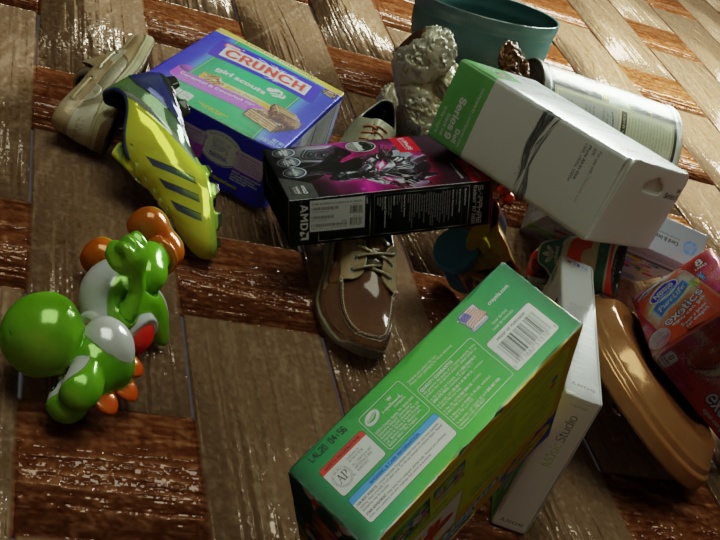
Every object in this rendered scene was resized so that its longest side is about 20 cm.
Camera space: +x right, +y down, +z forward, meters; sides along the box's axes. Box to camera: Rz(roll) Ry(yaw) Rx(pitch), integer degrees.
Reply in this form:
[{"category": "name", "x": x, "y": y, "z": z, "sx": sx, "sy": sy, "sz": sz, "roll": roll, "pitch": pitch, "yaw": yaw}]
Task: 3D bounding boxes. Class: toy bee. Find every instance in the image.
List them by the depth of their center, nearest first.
[{"category": "toy bee", "x": 0.120, "y": -0.034, "z": 1.122, "sx": 0.201, "sy": 0.108, "sz": 0.131, "roll": 55, "pitch": 3, "yaw": 10}]

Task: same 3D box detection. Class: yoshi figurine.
[{"category": "yoshi figurine", "x": -0.208, "y": 0.023, "z": 0.847, "sx": 0.110, "sy": 0.114, "sz": 0.201, "roll": 7, "pitch": 35, "yaw": 2}]

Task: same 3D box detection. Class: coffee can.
[{"category": "coffee can", "x": 0.282, "y": -0.166, "z": 1.411, "sx": 0.197, "sy": 0.148, "sz": 0.147, "roll": 15, "pitch": 33, "yaw": -16}]

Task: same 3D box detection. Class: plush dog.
[{"category": "plush dog", "x": 0.124, "y": -0.187, "z": 1.320, "sx": 0.169, "sy": 0.200, "sz": 0.163, "roll": -13, "pitch": 74, "yaw": -11}]

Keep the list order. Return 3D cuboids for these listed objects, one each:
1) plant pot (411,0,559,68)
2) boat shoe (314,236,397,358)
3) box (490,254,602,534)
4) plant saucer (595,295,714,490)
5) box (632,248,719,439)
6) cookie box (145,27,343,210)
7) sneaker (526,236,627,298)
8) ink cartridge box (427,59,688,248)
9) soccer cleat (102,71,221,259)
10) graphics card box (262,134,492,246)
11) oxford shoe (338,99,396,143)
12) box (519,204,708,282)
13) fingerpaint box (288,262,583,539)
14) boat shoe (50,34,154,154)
[{"category": "plant pot", "x": 0.153, "y": -0.290, "z": 1.499, "sx": 0.197, "sy": 0.136, "sz": 0.201, "roll": 13, "pitch": 23, "yaw": -5}, {"category": "boat shoe", "x": 0.000, "y": 0.000, "z": 1.044, "sx": 0.074, "sy": 0.073, "sz": 0.201, "roll": 14, "pitch": 33, "yaw": -16}, {"category": "box", "x": 0.154, "y": 0.099, "z": 0.938, "sx": 0.036, "sy": 0.146, "sz": 0.201, "roll": 21, "pitch": 32, "yaw": -2}, {"category": "plant saucer", "x": 0.264, "y": 0.103, "z": 1.025, "sx": 0.200, "sy": 0.037, "sz": 0.201, "roll": 46, "pitch": 20, "yaw": -22}, {"category": "box", "x": 0.354, "y": 0.092, "z": 1.055, "sx": 0.200, "sy": 0.095, "sz": 0.100, "roll": 46, "pitch": 21, "yaw": -23}, {"category": "cookie box", "x": -0.130, "y": -0.168, "z": 1.196, "sx": 0.169, "sy": 0.076, "sz": 0.200, "roll": 27, "pitch": 31, "yaw": 5}, {"category": "sneaker", "x": 0.218, "y": 0.000, "z": 1.140, "sx": 0.092, "sy": 0.072, "sz": 0.200, "roll": 12, "pitch": -6, "yaw": 11}, {"category": "ink cartridge box", "x": 0.184, "y": -0.108, "z": 1.043, "sx": 0.199, "sy": 0.085, "sz": 0.145, "roll": 39, "pitch": 21, "yaw": 33}, {"category": "soccer cleat", "x": -0.185, "y": -0.094, "z": 1.043, "sx": 0.082, "sy": 0.065, "sz": 0.203, "roll": -15, "pitch": 69, "yaw": -21}, {"category": "graphics card box", "x": 0.013, "y": -0.080, "z": 1.061, "sx": 0.196, "sy": 0.052, "sz": 0.126, "roll": -7, "pitch": 30, "yaw": -13}, {"category": "oxford shoe", "x": -0.001, "y": -0.129, "z": 1.230, "sx": 0.070, "sy": 0.075, "sz": 0.201, "roll": 22, "pitch": 32, "yaw": -4}, {"category": "box", "x": 0.267, "y": -0.041, "z": 1.217, "sx": 0.154, "sy": 0.042, "sz": 0.200, "roll": 24, "pitch": -4, "yaw": -2}, {"category": "fingerpaint box", "x": 0.048, "y": 0.118, "z": 0.742, "sx": 0.073, "sy": 0.168, "sz": 0.200, "roll": 38, "pitch": 67, "yaw": 22}, {"category": "boat shoe", "x": -0.261, "y": -0.195, "z": 1.150, "sx": 0.064, "sy": 0.072, "sz": 0.201, "roll": 20, "pitch": 33, "yaw": -8}]
